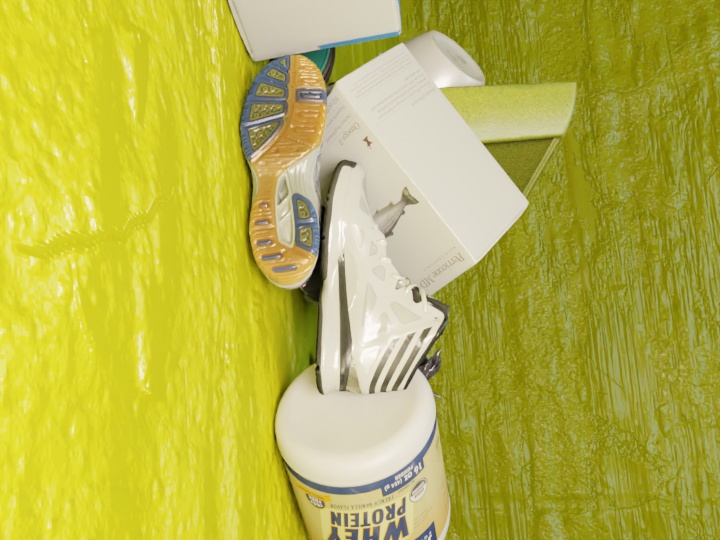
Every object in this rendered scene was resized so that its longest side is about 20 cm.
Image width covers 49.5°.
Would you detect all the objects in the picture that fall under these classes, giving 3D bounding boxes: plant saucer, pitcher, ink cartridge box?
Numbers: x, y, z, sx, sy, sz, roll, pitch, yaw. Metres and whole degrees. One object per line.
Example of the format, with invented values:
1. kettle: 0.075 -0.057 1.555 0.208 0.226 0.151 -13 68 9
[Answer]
1. plant saucer: 0.133 -0.110 0.865 0.049 0.195 0.202 64 -30 32
2. pitcher: 0.032 -0.184 0.892 0.172 0.200 0.121 48 30 9
3. ink cartridge box: -0.039 -0.303 0.725 0.087 0.142 0.204 71 15 -52

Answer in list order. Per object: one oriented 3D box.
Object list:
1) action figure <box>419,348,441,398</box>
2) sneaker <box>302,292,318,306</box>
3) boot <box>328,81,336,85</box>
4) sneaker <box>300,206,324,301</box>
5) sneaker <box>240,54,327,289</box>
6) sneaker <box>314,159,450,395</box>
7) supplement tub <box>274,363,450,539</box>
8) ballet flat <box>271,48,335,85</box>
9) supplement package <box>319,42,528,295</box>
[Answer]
1. action figure: 0.021 0.112 0.918 0.120 0.101 0.200 -55 -161 -3
2. sneaker: 0.000 0.000 0.902 0.199 0.086 0.076 -23 118 -63
3. boot: 0.022 -0.233 1.110 0.203 0.142 0.071 -87 169 -46
4. sneaker: -0.032 -0.046 0.838 0.087 0.078 0.204 77 12 -50
5. sneaker: -0.067 -0.084 0.688 0.088 0.073 0.206 93 0 -78
6. sneaker: 0.021 0.007 0.679 0.076 0.112 0.206 100 -8 -78
7. supplement tub: 0.009 0.191 0.721 0.146 0.140 0.204 -85 166 -53
8. ballet flat: -0.057 -0.237 0.832 0.074 0.071 0.204 71 13 -58
9. supplement package: 0.043 -0.089 0.754 0.201 0.117 0.117 50 48 -1
